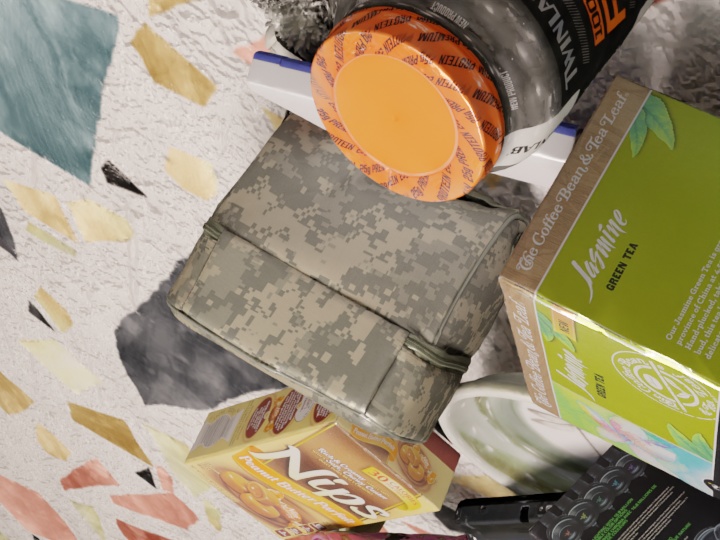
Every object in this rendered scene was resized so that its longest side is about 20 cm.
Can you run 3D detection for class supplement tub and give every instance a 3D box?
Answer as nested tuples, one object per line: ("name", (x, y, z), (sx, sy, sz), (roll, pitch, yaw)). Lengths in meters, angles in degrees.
("supplement tub", (0.068, -0.132, 0.742), (0.122, 0.200, 0.123), (25, 144, 20))

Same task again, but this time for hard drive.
("hard drive", (0.048, -0.084, 0.893), (0.198, 0.026, 0.132), (16, 179, 23))

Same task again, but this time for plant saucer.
("plant saucer", (0.152, 0.119, 1.062), (0.199, 0.050, 0.201), (24, 156, 11))

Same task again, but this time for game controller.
("game controller", (0.153, 0.194, 1.118), (0.104, 0.043, 0.200), (21, 162, -23))

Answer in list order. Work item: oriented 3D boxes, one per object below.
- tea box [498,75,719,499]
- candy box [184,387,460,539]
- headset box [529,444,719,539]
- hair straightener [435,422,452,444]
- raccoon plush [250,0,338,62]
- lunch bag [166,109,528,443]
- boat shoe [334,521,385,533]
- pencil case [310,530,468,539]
("tea box", (0.196, 0.029, 0.814), (0.196, 0.134, 0.200), (27, 165, 22))
("candy box", (-0.033, 0.146, 1.170), (0.115, 0.056, 0.199), (41, 144, -23))
("headset box", (0.215, 0.219, 0.936), (0.200, 0.093, 0.175), (33, 160, 48))
("hair straightener", (0.000, 0.081, 1.163), (0.201, 0.077, 0.041), (58, 169, -25))
("raccoon plush", (-0.024, -0.197, 0.866), (0.133, 0.097, 0.200), (32, 146, -1))
("lunch bag", (0.000, 0.000, 1.001), (0.199, 0.169, 0.139), (29, -177, 20))
("boat shoe", (-0.010, 0.164, 1.284), (0.066, 0.072, 0.202), (31, 141, 25))
("pencil case", (0.051, 0.250, 1.216), (0.086, 0.198, 0.084), (-165, 79, -67))
